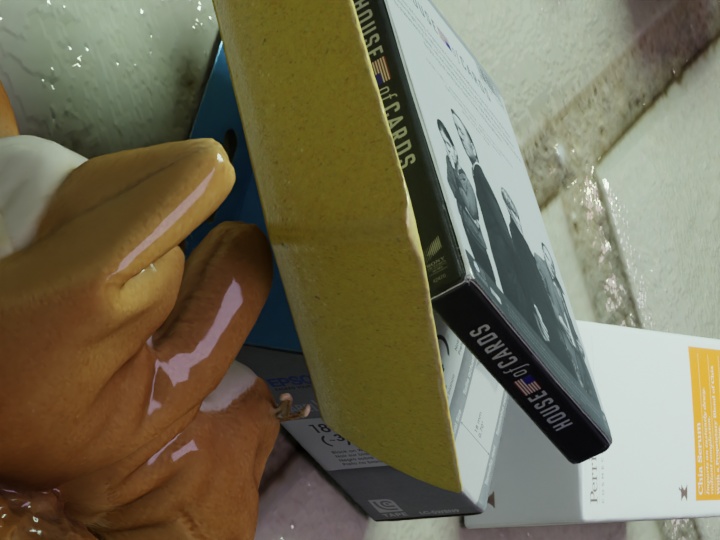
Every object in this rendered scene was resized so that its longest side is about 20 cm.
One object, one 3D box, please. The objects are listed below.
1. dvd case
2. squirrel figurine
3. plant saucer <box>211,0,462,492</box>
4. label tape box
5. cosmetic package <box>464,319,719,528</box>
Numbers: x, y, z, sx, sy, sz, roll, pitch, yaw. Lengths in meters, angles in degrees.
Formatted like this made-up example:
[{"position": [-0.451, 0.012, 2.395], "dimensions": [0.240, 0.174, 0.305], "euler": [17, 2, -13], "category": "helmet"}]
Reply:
[{"position": [0.044, -0.036, 0.869], "dimensions": [0.150, 0.025, 0.201], "euler": [47, 22, -50], "category": "dvd case"}, {"position": [-0.106, 0.061, 0.713], "dimensions": [0.201, 0.141, 0.187], "euler": [-56, 142, -28], "category": "squirrel figurine"}, {"position": [-0.015, -0.039, 0.776], "dimensions": [0.200, 0.048, 0.201], "euler": [79, -3, -59], "category": "plant saucer"}, {"position": [0.000, 0.000, 0.927], "dimensions": [0.200, 0.063, 0.145], "euler": [49, 45, -43], "category": "label tape box"}, {"position": [0.130, 0.083, 1.115], "dimensions": [0.199, 0.071, 0.102], "euler": [7, 79, -57], "category": "cosmetic package"}]
